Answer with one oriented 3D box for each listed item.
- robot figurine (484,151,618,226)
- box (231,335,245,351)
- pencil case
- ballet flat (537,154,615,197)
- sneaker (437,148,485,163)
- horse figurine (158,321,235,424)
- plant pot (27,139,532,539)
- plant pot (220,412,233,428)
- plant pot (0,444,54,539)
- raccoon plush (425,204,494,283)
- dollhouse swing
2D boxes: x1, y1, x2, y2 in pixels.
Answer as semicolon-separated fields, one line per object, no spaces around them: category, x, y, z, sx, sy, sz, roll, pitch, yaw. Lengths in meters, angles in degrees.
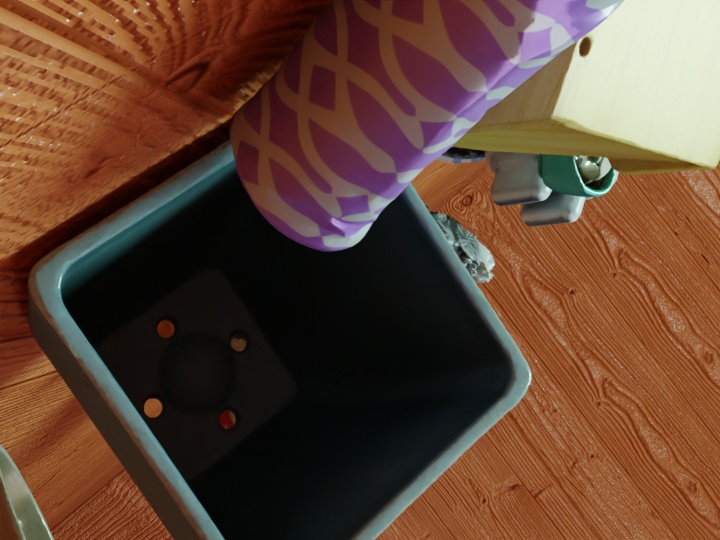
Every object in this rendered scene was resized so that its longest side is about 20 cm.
robot figurine;0.179;-0.142;0.891;0.112;0.169;0.203;-1;-117;51
box;-0.067;0.052;0.833;0.197;0.051;0.075;0;-166;23
pencil case;0.030;-0.088;0.409;0.085;0.085;0.199;14;138;-42
ballet flat;0.163;-0.134;0.718;0.067;0.070;0.202;-44;141;-29
sneaker;0.104;-0.139;0.963;0.072;0.073;0.199;-29;180;38
horse figurine;-0.093;0.031;0.745;0.201;0.132;0.050;-53;168;20
plant pot;-0.066;0.048;0.568;0.195;0.198;0.199;-37;-173;-27
plant pot;-0.066;0.081;0.992;0.200;0.201;0.183;-37;170;-19
plant pot;-0.332;0.270;0.792;0.181;0.203;0.200;-25;174;-17
raccoon plush;0.000;0.000;0.810;0.134;0.199;0.098;-39;-150;30
dollhouse swing;0.103;-0.140;0.559;0.198;0.175;0.184;3;110;-48
